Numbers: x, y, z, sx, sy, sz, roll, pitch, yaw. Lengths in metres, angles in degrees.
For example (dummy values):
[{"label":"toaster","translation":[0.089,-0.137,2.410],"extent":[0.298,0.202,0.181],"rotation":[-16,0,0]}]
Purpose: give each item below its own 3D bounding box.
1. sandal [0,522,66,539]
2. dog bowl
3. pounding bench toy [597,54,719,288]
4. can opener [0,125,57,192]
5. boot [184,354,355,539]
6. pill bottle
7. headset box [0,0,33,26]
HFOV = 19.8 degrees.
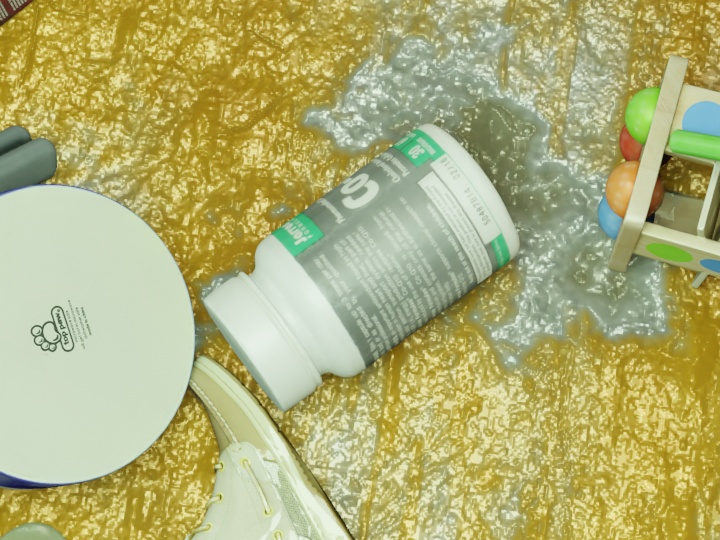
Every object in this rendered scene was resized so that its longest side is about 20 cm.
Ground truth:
[{"label":"sandal","translation":[-0.246,0.231,1.341],"extent":[0.079,0.058,0.201],"rotation":[27,38,11]},{"label":"dog bowl","translation":[-0.214,0.045,1.372],"extent":[0.199,0.079,0.201],"rotation":[4,82,-28]},{"label":"pounding bench toy","translation":[0.246,-0.065,1.367],"extent":[0.155,0.200,0.125],"rotation":[16,77,5]},{"label":"can opener","translation":[-0.292,-0.057,1.407],"extent":[0.052,0.067,0.200],"rotation":[28,37,31]},{"label":"boot","translation":[-0.102,0.172,1.388],"extent":[0.154,0.072,0.200],"rotation":[-35,78,-4]},{"label":"pill bottle","translation":[0.000,0.000,1.404],"extent":[0.200,0.113,0.113],"rotation":[-36,77,-8]},{"label":"headset box","translation":[-0.315,-0.239,1.495],"extent":[0.200,0.077,0.149],"rotation":[-39,78,-6]}]
